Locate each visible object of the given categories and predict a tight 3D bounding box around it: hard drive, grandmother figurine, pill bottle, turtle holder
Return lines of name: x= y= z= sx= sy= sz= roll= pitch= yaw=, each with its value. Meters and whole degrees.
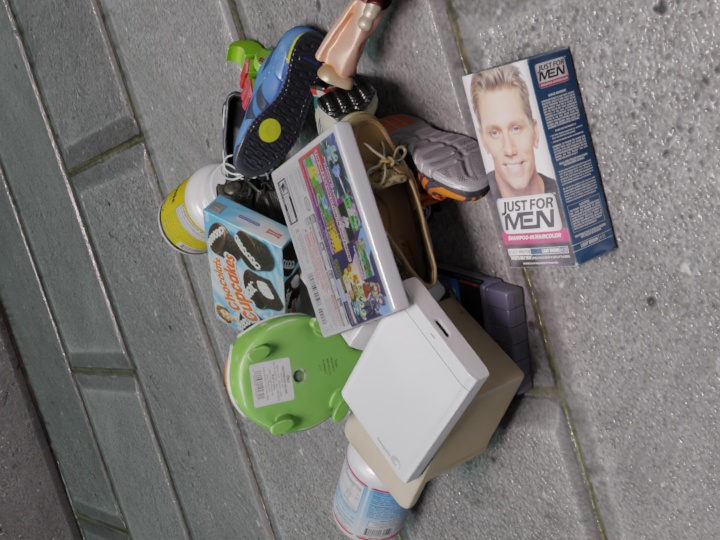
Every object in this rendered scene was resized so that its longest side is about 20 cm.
hard drive: x=0.052 y=0.120 z=1.146 sx=0.132 sy=0.027 sz=0.200 roll=53 pitch=141 yaw=24
grandmother figurine: x=0.012 y=-0.292 z=1.156 sx=0.122 sy=0.060 sz=0.200 roll=-93 pitch=26 yaw=-52
pill bottle: x=0.029 y=0.271 z=1.451 sx=0.109 sy=0.108 sz=0.200 roll=48 pitch=142 yaw=30
turtle holder: x=-0.077 y=0.107 z=1.290 sx=0.141 sy=0.185 sz=0.132 roll=54 pitch=162 yaw=-18
pill bottle: x=-0.221 y=-0.096 z=1.615 sx=0.200 sy=0.111 sz=0.112 roll=-23 pitch=89 yaw=58

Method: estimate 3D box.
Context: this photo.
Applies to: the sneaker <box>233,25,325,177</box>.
sneaker: x=-0.107 y=-0.211 z=1.347 sx=0.078 sy=0.066 sz=0.201 roll=27 pitch=91 yaw=55

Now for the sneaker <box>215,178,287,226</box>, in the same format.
sneaker: x=-0.105 y=-0.100 z=1.358 sx=0.114 sy=0.200 sz=0.076 roll=38 pitch=-170 yaw=-25

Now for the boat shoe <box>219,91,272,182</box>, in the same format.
boat shoe: x=-0.156 y=-0.147 z=1.492 sx=0.062 sy=0.075 sz=0.201 roll=64 pitch=-158 yaw=-85

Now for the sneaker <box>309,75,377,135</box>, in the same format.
sneaker: x=-0.013 y=-0.167 z=1.251 sx=0.200 sy=0.070 sz=0.094 roll=-117 pitch=12 yaw=-69

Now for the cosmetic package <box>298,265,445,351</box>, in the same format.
cosmetic package: x=0.000 y=0.000 z=1.290 sx=0.113 sy=0.081 sz=0.200 roll=-54 pitch=41 yaw=17

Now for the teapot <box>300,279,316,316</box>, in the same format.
teapot: x=-0.095 y=0.047 z=1.474 sx=0.200 sy=0.146 sz=0.198 roll=51 pitch=144 yaw=28

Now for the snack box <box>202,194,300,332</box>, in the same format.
snack box: x=-0.131 y=0.008 z=1.335 sx=0.116 sy=0.037 sz=0.200 roll=25 pitch=142 yaw=21

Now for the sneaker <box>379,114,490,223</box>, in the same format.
sneaker: x=0.083 y=-0.094 z=1.199 sx=0.200 sy=0.077 sz=0.112 roll=43 pitch=146 yaw=53

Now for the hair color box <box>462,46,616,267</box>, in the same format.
hair color box: x=0.173 y=-0.106 z=1.054 sx=0.100 sy=0.060 sz=0.201 roll=-3 pitch=105 yaw=57

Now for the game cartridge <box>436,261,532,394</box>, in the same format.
game cartridge: x=0.116 y=0.059 z=1.266 sx=0.200 sy=0.038 sz=0.130 roll=17 pitch=126 yaw=52

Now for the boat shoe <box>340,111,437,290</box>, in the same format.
boat shoe: x=0.035 y=-0.074 z=1.137 sx=0.063 sy=0.073 sz=0.201 roll=0 pitch=114 yaw=64

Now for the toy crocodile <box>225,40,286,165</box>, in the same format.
toy crocodile: x=-0.130 y=-0.225 z=1.421 sx=0.068 sy=0.061 sz=0.201 roll=121 pitch=141 yaw=-53

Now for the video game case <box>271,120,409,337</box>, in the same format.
video game case: x=-0.026 y=-0.038 z=1.156 sx=0.182 sy=0.023 sz=0.201 roll=-25 pitch=82 yaw=62

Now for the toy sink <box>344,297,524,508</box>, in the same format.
toy sink: x=0.082 y=0.153 z=1.239 sx=0.130 sy=0.112 sz=0.200 roll=48 pitch=138 yaw=30
